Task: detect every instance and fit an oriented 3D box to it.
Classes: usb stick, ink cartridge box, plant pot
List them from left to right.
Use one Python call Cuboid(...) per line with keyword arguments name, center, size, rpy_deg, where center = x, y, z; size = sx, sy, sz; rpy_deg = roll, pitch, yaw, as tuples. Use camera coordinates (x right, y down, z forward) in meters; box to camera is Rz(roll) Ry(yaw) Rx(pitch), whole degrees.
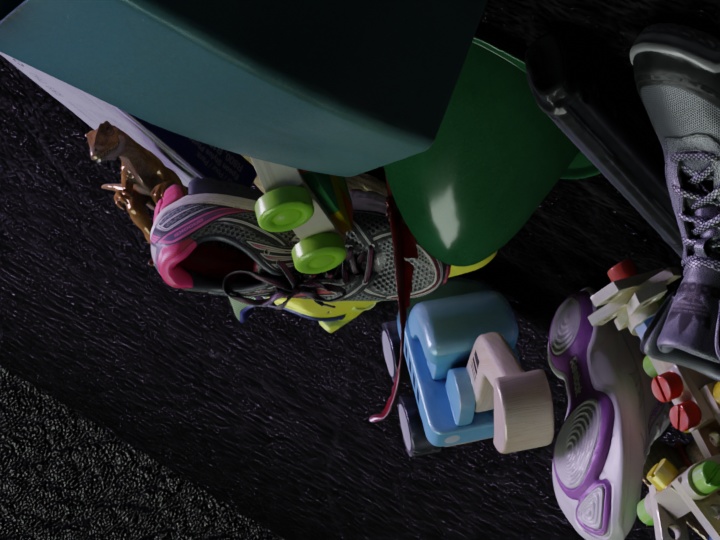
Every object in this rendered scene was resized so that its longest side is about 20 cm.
Cuboid(name="ink cartridge box", center=(-0.164, -0.119, 1.274), size=(0.199, 0.041, 0.199), rpy_deg=(40, 172, -37))
Cuboid(name="plant pot", center=(-0.049, -0.136, 0.879), size=(0.199, 0.143, 0.141), rpy_deg=(28, 161, -21))
Cuboid(name="usb stick", center=(0.151, -0.055, 0.987), size=(0.032, 0.056, 0.200), rpy_deg=(-28, 135, 23))

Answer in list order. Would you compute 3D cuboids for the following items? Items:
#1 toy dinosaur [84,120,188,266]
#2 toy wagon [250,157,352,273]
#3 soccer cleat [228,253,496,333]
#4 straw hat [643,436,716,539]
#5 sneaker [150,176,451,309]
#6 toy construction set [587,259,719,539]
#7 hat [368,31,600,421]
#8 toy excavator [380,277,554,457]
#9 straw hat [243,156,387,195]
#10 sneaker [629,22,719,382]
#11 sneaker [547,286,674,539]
Cuboid(name="toy dinosaur", center=(-0.145, -0.056, 1.279), size=(0.107, 0.060, 0.200), rpy_deg=(58, 172, 11))
Cuboid(name="toy wagon", center=(-0.041, -0.078, 1.085), size=(0.039, 0.157, 0.200), rpy_deg=(-19, 156, 8))
Cuboid(name="soccer cleat", center=(0.000, 0.000, 1.278), size=(0.198, 0.085, 0.065), rpy_deg=(-3, -170, 13))
Cuboid(name="straw hat", center=(0.278, 0.148, 1.340), size=(0.200, 0.085, 0.201), rpy_deg=(39, -172, -7))
Cuboid(name="sneaker", center=(-0.039, -0.005, 1.199), size=(0.197, 0.081, 0.075), rpy_deg=(4, -149, -4))
Cuboid(name="toy construction set", center=(0.207, 0.086, 1.167), size=(0.092, 0.130, 0.202), rpy_deg=(-21, 88, 57))
Cuboid(name="hat", center=(0.038, -0.020, 1.044), size=(0.165, 0.177, 0.200), rpy_deg=(11, 159, 47))
Cuboid(name="toy excavator", center=(0.083, 0.070, 1.318), size=(0.099, 0.196, 0.201), rpy_deg=(-10, 149, -8))
Cuboid(name="straw hat", center=(-0.026, -0.014, 1.366), size=(0.199, 0.086, 0.201), rpy_deg=(25, 166, 7))
Cuboid(name="sneaker", center=(0.175, -0.018, 0.898), size=(0.075, 0.114, 0.201), rpy_deg=(6, 141, 52))
Cuboid(name="sneaker", center=(0.182, 0.102, 1.250), size=(0.099, 0.201, 0.075), rpy_deg=(26, 135, -23))
